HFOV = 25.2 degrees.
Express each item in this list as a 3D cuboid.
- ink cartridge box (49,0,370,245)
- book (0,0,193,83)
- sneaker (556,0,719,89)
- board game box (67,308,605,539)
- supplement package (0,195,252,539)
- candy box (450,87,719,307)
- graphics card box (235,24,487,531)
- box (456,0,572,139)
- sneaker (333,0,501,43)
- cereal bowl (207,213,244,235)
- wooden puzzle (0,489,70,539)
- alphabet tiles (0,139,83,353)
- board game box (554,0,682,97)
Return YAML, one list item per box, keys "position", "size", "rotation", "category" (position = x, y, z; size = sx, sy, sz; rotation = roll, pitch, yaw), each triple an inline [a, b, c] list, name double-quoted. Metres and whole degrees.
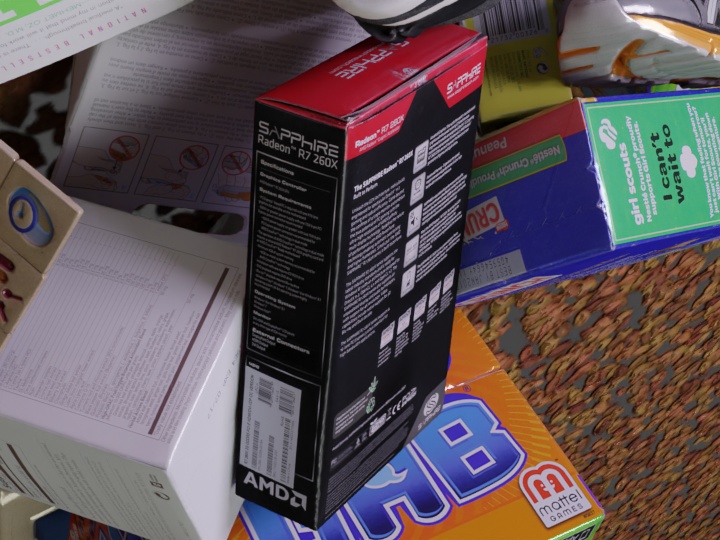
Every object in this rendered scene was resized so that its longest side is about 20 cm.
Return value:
- position: [-0.063, -0.094, 0.783]
  size: [0.159, 0.050, 0.201]
  rotation: [6, 134, -28]
  category: "ink cartridge box"
- position: [-0.151, -0.156, 0.606]
  size: [0.132, 0.048, 0.200]
  rotation: [-18, 148, 6]
  category: "book"
- position: [0.151, -0.129, 0.773]
  size: [0.078, 0.078, 0.199]
  rotation: [-3, -177, 34]
  category: "sneaker"
- position: [-0.025, 0.143, 0.884]
  size: [0.199, 0.200, 0.201]
  rotation: [-18, 147, -28]
  category: "board game box"
- position: [-0.144, 0.037, 0.747]
  size: [0.110, 0.198, 0.114]
  rotation: [77, 33, -59]
  category: "supplement package"
- position: [0.115, -0.037, 0.837]
  size: [0.168, 0.078, 0.199]
  rotation: [-18, 176, 44]
  category: "candy box"
- position: [0.000, 0.000, 0.721]
  size: [0.125, 0.050, 0.202]
  rotation: [-38, 139, -50]
  category: "graphics card box"
- position: [0.082, -0.104, 0.865]
  size: [0.050, 0.076, 0.200]
  rotation: [-11, 175, 5]
  category: "box"
- position: [0.073, -0.168, 0.661]
  size: [0.199, 0.073, 0.112]
  rotation: [-31, 175, 8]
  category: "sneaker"
- position: [-0.029, 0.000, 0.964]
  size: [0.199, 0.084, 0.201]
  rotation: [-27, 149, -18]
  category: "cereal bowl"
- position: [-0.158, 0.170, 1.104]
  size: [0.184, 0.046, 0.201]
  rotation: [-23, 148, -24]
  category: "wooden puzzle"
- position: [-0.222, -0.003, 0.675]
  size: [0.201, 0.167, 0.008]
  rotation: [-54, 175, 28]
  category: "alphabet tiles"
- position: [0.186, -0.150, 0.969]
  size: [0.103, 0.105, 0.200]
  rotation: [-38, 152, 0]
  category: "board game box"
